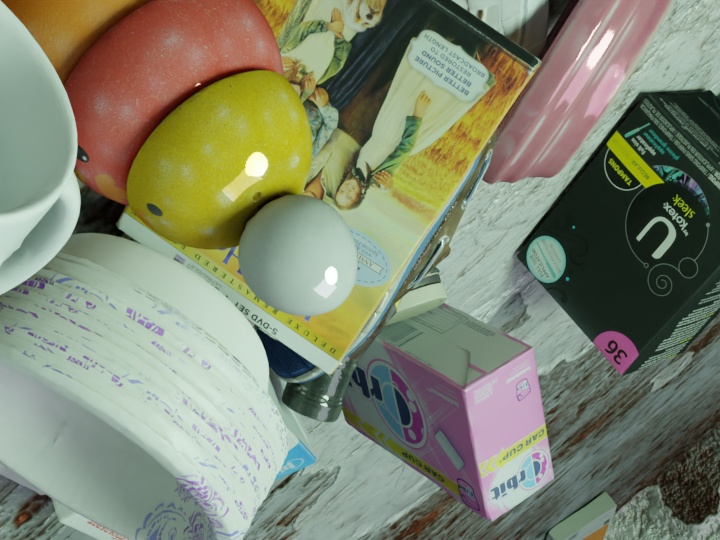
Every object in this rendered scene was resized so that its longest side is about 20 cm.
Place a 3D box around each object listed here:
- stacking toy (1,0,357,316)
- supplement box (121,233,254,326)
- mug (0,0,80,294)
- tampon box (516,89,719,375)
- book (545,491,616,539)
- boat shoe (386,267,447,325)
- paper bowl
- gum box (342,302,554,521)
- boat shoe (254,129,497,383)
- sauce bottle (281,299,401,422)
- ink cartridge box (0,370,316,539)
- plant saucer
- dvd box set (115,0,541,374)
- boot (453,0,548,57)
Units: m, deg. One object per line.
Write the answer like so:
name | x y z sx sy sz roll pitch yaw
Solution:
stacking toy | -0.070 -0.060 0.591 0.146 0.200 0.146 -33 156 -17
supplement box | -0.033 -0.060 0.808 0.200 0.074 0.126 -49 155 20
mug | -0.199 -0.022 0.529 0.175 0.148 0.199 -41 153 28
tampon box | 0.269 -0.036 1.210 0.126 0.150 0.200 -10 143 -50
book | 0.381 0.482 2.450 0.133 0.048 0.200 -29 153 -19
boat shoe | -0.040 0.019 0.964 0.199 0.063 0.073 -14 169 -12
paper bowl | -0.130 0.059 0.734 0.105 0.200 0.201 -61 167 -27
gum box | 0.048 0.086 1.021 0.066 0.200 0.114 -28 122 -25
boat shoe | 0.015 -0.013 0.778 0.200 0.072 0.072 -51 157 26
sauce bottle | 0.000 0.000 0.897 0.066 0.066 0.201 5 110 -59
ink cartridge box | -0.141 0.130 0.937 0.199 0.068 0.116 -24 156 2
plant saucer | 0.141 -0.135 0.856 0.201 0.051 0.201 -58 179 -1
dvd box set | -0.022 -0.064 0.709 0.201 0.146 0.029 -56 178 22
boot | 0.057 -0.167 0.779 0.095 0.074 0.200 -11 165 1
